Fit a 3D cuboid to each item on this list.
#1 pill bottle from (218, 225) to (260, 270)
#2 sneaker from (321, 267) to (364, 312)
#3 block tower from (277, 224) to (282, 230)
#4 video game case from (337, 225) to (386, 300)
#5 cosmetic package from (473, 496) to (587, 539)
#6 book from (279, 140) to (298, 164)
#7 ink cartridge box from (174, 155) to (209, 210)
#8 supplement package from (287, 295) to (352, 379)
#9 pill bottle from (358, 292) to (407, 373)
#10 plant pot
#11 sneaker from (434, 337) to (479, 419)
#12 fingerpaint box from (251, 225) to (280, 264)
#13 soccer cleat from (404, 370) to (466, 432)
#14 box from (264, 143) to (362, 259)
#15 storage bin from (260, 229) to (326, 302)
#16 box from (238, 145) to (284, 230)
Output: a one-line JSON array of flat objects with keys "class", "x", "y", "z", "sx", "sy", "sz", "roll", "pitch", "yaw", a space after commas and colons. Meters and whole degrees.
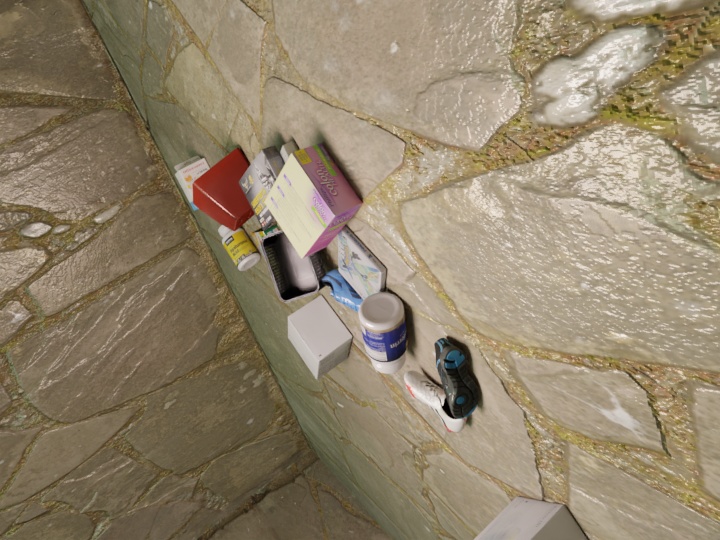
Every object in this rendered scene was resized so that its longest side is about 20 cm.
[{"class": "pill bottle", "x": -0.524, "y": -0.110, "z": 2.291, "sx": 0.201, "sy": 0.110, "sz": 0.112, "roll": 54, "pitch": 158, "yaw": 10}, {"class": "sneaker", "x": -0.034, "y": 0.079, "z": 1.510, "sx": 0.200, "sy": 0.078, "sz": 0.066, "roll": 47, "pitch": 154, "yaw": 25}, {"class": "block tower", "x": -0.208, "y": -0.125, "z": 1.654, "sx": 0.202, "sy": 0.054, "sz": 0.058, "roll": 55, "pitch": 158, "yaw": 8}, {"class": "video game case", "x": 0.000, "y": 0.000, "z": 1.402, "sx": 0.183, "sy": 0.022, "sz": 0.202, "roll": 48, "pitch": 156, "yaw": 27}, {"class": "cosmetic package", "x": 0.363, "y": 0.620, "z": 1.176, "sx": 0.124, "sy": 0.198, "sz": 0.200, "roll": 55, "pitch": 158, "yaw": 5}, {"class": "book", "x": -0.157, "y": -0.226, "z": 1.422, "sx": 0.203, "sy": 0.048, "sz": 0.133, "roll": 61, "pitch": 161, "yaw": -2}, {"class": "ink cartridge box", "x": -0.699, "y": -0.381, "z": 2.296, "sx": 0.125, "sy": 0.127, "sz": 0.203, "roll": 5, "pitch": 125, "yaw": 63}, {"class": "supplement package", "x": -0.144, "y": 0.233, "z": 1.855, "sx": 0.192, "sy": 0.146, "sz": 0.201, "roll": 51, "pitch": 157, "yaw": 18}, {"class": "pill bottle", "x": 0.062, "y": 0.163, "z": 1.354, "sx": 0.115, "sy": 0.115, "sz": 0.202, "roll": 39, "pitch": 152, "yaw": 39}, {"class": "plant pot", "x": -0.436, "y": -0.255, "z": 1.815, "sx": 0.177, "sy": 0.200, "sz": 0.200, "roll": 47, "pitch": 159, "yaw": -1}, {"class": "sneaker", "x": 0.215, "y": 0.242, "z": 1.207, "sx": 0.082, "sy": 0.072, "sz": 0.204, "roll": -128, "pitch": 22, "yaw": -63}, {"class": "fingerpaint box", "x": -0.293, "y": -0.062, "z": 1.896, "sx": 0.166, "sy": 0.073, "sz": 0.203, "roll": 1, "pitch": 119, "yaw": 64}, {"class": "soccer cleat", "x": 0.191, "y": 0.320, "z": 1.354, "sx": 0.200, "sy": 0.068, "sz": 0.086, "roll": 46, "pitch": 147, "yaw": 23}, {"class": "box", "x": -0.117, "y": -0.162, "z": 1.273, "sx": 0.177, "sy": 0.096, "sz": 0.200, "roll": 55, "pitch": 141, "yaw": 8}, {"class": "storage bin", "x": -0.192, "y": -0.024, "z": 1.571, "sx": 0.094, "sy": 0.133, "sz": 0.204, "roll": -33, "pitch": -75, "yaw": -73}, {"class": "box", "x": -0.252, "y": -0.222, "z": 1.470, "sx": 0.199, "sy": 0.048, "sz": 0.161, "roll": -29, "pitch": 88, "yaw": 55}]
